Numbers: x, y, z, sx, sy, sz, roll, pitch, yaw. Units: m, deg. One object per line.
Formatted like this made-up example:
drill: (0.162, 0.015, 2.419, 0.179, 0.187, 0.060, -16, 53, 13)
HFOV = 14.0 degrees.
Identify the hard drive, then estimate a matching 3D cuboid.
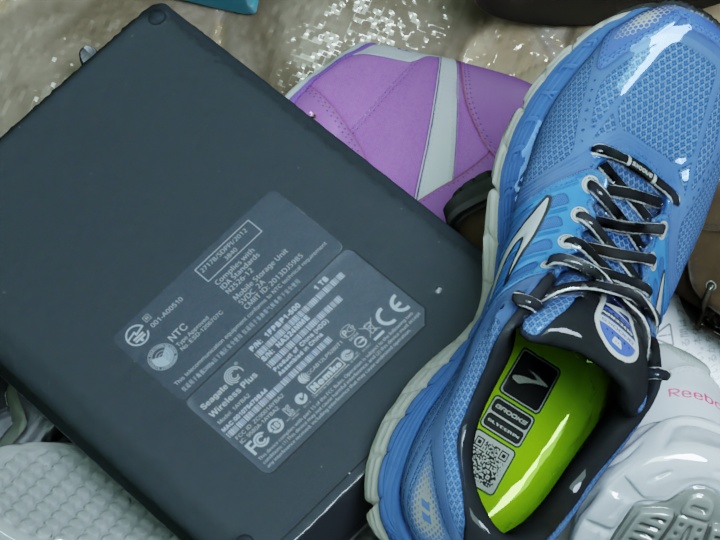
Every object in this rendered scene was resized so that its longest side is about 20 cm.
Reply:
hard drive: (-0.052, 0.007, 1.014, 0.140, 0.033, 0.200, -43, 61, -14)

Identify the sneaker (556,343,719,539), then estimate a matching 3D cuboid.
sneaker: (0.080, 0.109, 1.007, 0.078, 0.200, 0.100, 23, 35, -13)

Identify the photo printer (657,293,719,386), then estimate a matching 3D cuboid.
photo printer: (0.171, 0.023, 1.069, 0.199, 0.069, 0.167, -9, 74, 3)

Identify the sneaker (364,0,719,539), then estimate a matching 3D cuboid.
sneaker: (0.074, 0.009, 0.927, 0.078, 0.089, 0.201, 25, 83, -19)

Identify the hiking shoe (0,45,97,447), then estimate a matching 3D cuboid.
hiking shoe: (-0.119, 0.014, 1.102, 0.100, 0.076, 0.201, 25, 71, 23)

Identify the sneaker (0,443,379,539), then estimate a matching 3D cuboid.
sneaker: (-0.059, 0.124, 1.058, 0.199, 0.115, 0.073, 9, 36, -17)

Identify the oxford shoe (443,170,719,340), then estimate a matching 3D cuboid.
oxford shoe: (0.127, -0.007, 1.008, 0.199, 0.073, 0.085, -1, 77, 5)

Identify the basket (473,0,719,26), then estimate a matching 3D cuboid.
basket: (0.090, -0.203, 1.108, 0.179, 0.136, 0.201, 0, 79, -29)

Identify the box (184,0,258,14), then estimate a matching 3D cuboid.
box: (-0.042, -0.209, 1.145, 0.049, 0.082, 0.201, 13, 76, 6)

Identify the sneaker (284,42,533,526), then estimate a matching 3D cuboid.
sneaker: (0.000, 0.000, 1.067, 0.114, 0.073, 0.201, 20, 50, 0)
